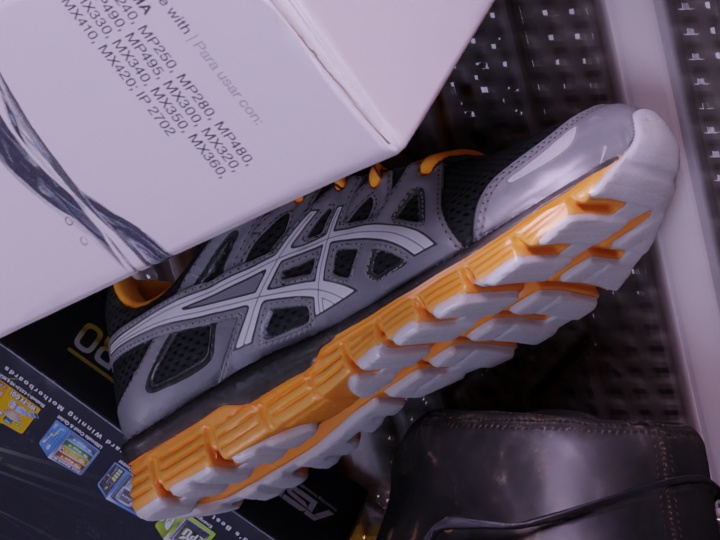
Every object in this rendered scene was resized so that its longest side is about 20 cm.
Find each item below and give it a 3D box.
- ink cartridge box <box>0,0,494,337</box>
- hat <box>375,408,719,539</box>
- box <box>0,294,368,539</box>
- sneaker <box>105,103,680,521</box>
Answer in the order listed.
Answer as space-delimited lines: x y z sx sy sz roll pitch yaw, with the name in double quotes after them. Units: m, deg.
-0.062 -0.064 0.726 0.200 0.145 0.084 -23 113 36 "ink cartridge box"
0.047 0.079 0.811 0.201 0.201 0.081 -17 76 33 "hat"
-0.120 0.069 0.914 0.200 0.049 0.161 36 133 -5 "box"
0.000 0.000 0.796 0.200 0.078 0.077 -31 70 24 "sneaker"
